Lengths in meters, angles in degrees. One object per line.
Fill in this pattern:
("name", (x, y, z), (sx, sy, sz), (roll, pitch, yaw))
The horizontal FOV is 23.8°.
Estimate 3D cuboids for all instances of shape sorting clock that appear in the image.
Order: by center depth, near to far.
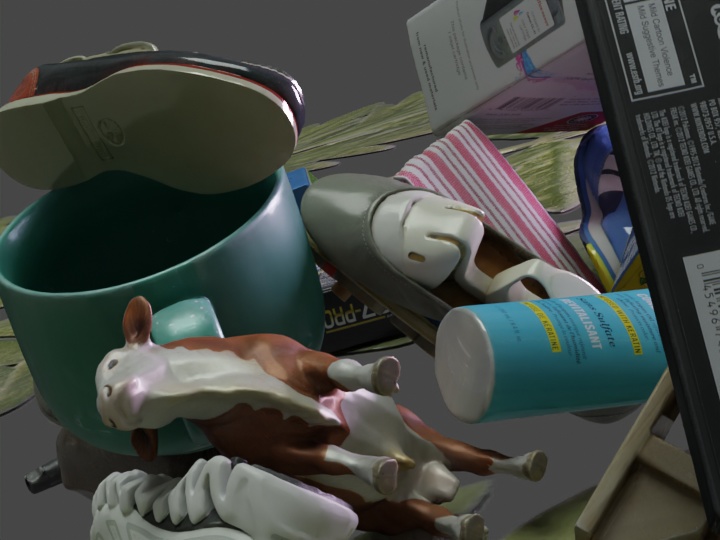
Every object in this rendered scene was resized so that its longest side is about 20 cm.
("shape sorting clock", (0.000, 0.000, 0.970), (0.039, 0.200, 0.200), (-47, 10, 4))

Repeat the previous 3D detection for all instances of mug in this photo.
("mug", (-0.097, 0.028, 0.836), (0.151, 0.115, 0.185), (-5, 30, 21))

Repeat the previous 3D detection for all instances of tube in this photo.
("tube", (0.130, 0.035, 0.788), (0.198, 0.051, 0.078), (-4, 48, -29))

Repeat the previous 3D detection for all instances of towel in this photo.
("towel", (0.079, -0.010, 0.980), (0.030, 0.147, 0.200), (-36, 2, 21))

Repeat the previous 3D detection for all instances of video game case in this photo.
("video game case", (0.175, -0.032, 0.541), (0.179, 0.202, 0.026), (-12, -22, 2))

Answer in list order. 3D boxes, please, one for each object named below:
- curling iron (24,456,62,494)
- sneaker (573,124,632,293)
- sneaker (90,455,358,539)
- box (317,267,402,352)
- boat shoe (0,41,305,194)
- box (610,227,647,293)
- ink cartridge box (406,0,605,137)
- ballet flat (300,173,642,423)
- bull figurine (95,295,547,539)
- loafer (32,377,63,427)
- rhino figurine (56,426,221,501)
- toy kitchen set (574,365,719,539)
("curling iron", (-0.111, 0.089, 1.043), (0.199, 0.026, 0.050), (-20, 9, -20))
("sneaker", (0.184, -0.041, 1.086), (0.082, 0.074, 0.200), (-26, 25, 16))
("sneaker", (-0.072, 0.126, 0.692), (0.075, 0.082, 0.200), (23, -19, -17))
("box", (-0.020, 0.017, 1.219), (0.198, 0.050, 0.161), (-16, 13, 1))
("boat shoe", (-0.101, -0.080, 0.839), (0.199, 0.072, 0.063), (-2, 34, 39))
("box", (0.200, -0.045, 0.962), (0.064, 0.070, 0.200), (-58, 2, 39))
("ink cartridge box", (0.147, -0.156, 1.061), (0.147, 0.086, 0.200), (-4, -16, -38))
("ballet flat", (0.063, 0.001, 0.844), (0.068, 0.199, 0.064), (-55, -4, -29))
("bull figurine", (-0.016, 0.067, 0.706), (0.121, 0.066, 0.199), (8, -12, 41))
("loafer", (-0.136, 0.059, 1.108), (0.063, 0.073, 0.199), (-6, -11, -44))
("rhino figurine", (-0.086, 0.090, 0.907), (0.199, 0.060, 0.087), (-3, 33, 44))
("toy kitchen set", (0.194, 0.075, 0.621), (0.164, 0.180, 0.200), (-56, -16, -13))
